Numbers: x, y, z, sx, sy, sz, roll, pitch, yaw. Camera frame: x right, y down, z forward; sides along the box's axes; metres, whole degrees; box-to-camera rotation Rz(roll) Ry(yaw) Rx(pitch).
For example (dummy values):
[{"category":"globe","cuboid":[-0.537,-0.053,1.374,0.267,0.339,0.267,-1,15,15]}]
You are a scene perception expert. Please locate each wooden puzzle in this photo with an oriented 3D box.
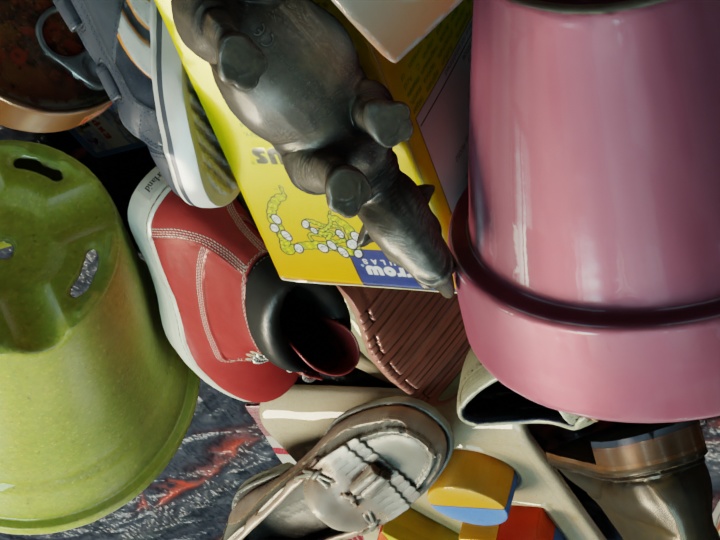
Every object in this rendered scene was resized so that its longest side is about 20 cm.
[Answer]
[{"category":"wooden puzzle","cuboid":[0.047,0.148,1.301,0.184,0.047,0.200,1,144,29]}]

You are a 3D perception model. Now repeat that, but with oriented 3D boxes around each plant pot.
[{"category":"plant pot","cuboid":[0.127,-0.063,0.894,0.198,0.200,0.180,5,126,28]},{"category":"plant pot","cuboid":[-0.194,0.026,1.175,0.199,0.202,0.185,21,155,7]}]

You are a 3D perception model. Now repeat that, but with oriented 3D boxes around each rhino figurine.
[{"category":"rhino figurine","cuboid":[-0.011,-0.061,0.873,0.200,0.060,0.087,52,176,-28]}]

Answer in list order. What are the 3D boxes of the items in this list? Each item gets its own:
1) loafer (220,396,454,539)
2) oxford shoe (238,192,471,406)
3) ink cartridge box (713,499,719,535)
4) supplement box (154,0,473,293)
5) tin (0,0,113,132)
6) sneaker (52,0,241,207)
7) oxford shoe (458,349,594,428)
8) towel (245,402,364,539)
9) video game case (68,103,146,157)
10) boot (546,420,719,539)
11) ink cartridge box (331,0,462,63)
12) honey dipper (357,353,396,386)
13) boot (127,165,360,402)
[{"category":"loafer","cuboid":[-0.019,0.141,1.233,0.072,0.063,0.200,44,136,-12]},{"category":"oxford shoe","cuboid":[0.000,0.000,1.173,0.074,0.071,0.200,21,153,52]},{"category":"ink cartridge box","cuboid":[0.279,0.162,1.173,0.144,0.084,0.201,21,146,7]},{"category":"supplement box","cuboid":[-0.005,-0.100,0.973,0.109,0.109,0.201,4,136,29]},{"category":"tin","cuboid":[-0.191,-0.156,1.013,0.200,0.112,0.042,46,154,-4]},{"category":"sneaker","cuboid":[-0.104,-0.129,0.986,0.079,0.078,0.202,-2,102,25]},{"category":"oxford shoe","cuboid":[0.142,0.056,1.113,0.199,0.074,0.071,-11,128,39]},{"category":"towel","cuboid":[0.022,0.145,1.379,0.143,0.023,0.201,2,141,28]},{"category":"video game case","cuboid":[-0.121,-0.130,1.104,0.199,0.018,0.143,-10,133,41]},{"category":"boot","cuboid":[0.157,0.137,1.157,0.074,0.098,0.200,-16,176,-6]},{"category":"ink cartridge box","cuboid":[0.006,-0.208,0.800,0.200,0.162,0.050,45,-176,-29]},{"category":"honey dipper","cuboid":[0.006,0.056,1.261,0.198,0.038,0.038,23,147,-4]},{"category":"boot","cuboid":[-0.046,0.040,1.132,0.144,0.072,0.201,38,163,32]}]
